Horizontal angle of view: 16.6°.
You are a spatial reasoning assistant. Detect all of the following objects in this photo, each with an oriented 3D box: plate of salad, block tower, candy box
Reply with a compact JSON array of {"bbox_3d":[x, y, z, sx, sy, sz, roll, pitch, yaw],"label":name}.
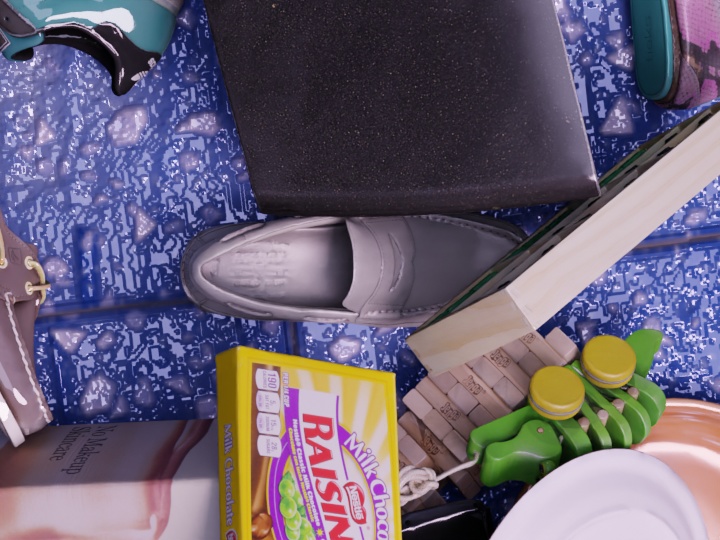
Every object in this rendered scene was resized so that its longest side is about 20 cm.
[{"bbox_3d":[0.115,0.192,1.330,0.199,0.048,0.202,-13,110,-38],"label":"plate of salad"},{"bbox_3d":[0.038,0.104,1.369,0.200,0.054,0.058,-44,65,-3],"label":"block tower"},{"bbox_3d":[-0.023,0.142,1.237,0.102,0.026,0.201,12,66,-36],"label":"candy box"}]

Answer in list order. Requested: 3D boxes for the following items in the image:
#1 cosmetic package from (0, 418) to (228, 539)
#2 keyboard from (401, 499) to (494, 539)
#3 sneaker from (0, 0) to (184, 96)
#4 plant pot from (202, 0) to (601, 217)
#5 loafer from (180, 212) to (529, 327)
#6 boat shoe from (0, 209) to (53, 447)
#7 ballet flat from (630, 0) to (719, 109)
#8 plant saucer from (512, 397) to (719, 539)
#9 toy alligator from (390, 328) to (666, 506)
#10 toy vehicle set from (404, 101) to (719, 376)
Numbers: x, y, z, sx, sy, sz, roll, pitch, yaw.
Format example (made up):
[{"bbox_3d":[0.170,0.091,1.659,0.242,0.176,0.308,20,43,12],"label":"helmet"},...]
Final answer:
[{"bbox_3d":[-0.152,0.136,1.305,0.198,0.103,0.088,-3,105,8],"label":"cosmetic package"},{"bbox_3d":[0.033,0.210,1.363,0.103,0.040,0.201,-15,121,-8],"label":"keyboard"},{"bbox_3d":[-0.196,-0.161,1.336,0.199,0.071,0.080,23,85,-8],"label":"sneaker"},{"bbox_3d":[0.019,-0.118,1.311,0.176,0.200,0.201,-15,93,6],"label":"plant pot"},{"bbox_3d":[0.000,0.000,1.363,0.198,0.070,0.070,-5,92,-6],"label":"loafer"},{"bbox_3d":[-0.202,-0.004,1.322,0.059,0.072,0.201,-20,71,-13],"label":"boat shoe"},{"bbox_3d":[0.178,-0.193,1.387,0.071,0.069,0.201,-14,97,-24],"label":"ballet flat"},{"bbox_3d":[0.175,0.172,1.405,0.199,0.037,0.202,0,92,-6],"label":"plant saucer"},{"bbox_3d":[0.103,0.092,1.324,0.199,0.060,0.054,-29,57,-30],"label":"toy alligator"},{"bbox_3d":[0.123,-0.021,1.315,0.200,0.124,0.027,-38,94,-28],"label":"toy vehicle set"}]
